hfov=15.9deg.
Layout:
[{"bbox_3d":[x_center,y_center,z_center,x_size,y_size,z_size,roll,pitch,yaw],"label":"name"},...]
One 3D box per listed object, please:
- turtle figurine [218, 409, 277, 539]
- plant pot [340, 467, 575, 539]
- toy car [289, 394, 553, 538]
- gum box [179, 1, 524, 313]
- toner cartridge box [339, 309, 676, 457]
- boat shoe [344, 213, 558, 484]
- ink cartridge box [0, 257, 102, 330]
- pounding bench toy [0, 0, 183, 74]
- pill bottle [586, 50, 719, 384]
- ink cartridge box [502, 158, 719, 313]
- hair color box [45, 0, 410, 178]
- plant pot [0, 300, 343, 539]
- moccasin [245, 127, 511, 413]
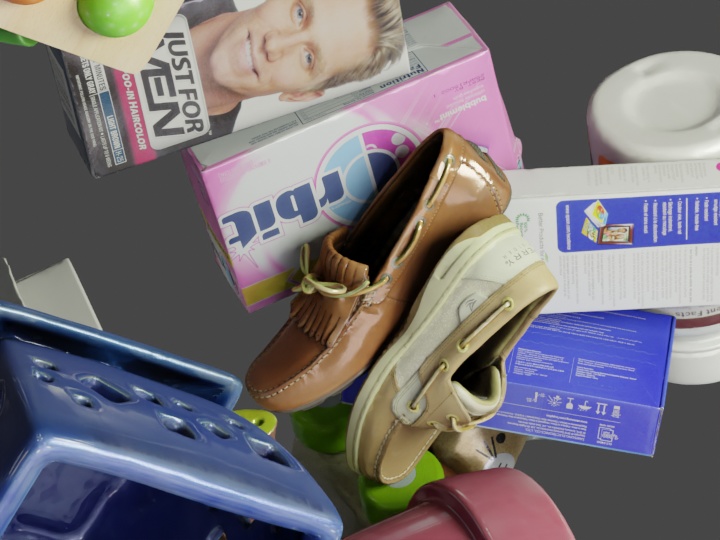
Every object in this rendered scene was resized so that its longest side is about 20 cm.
[{"bbox_3d":[-0.069,0.173,1.554,0.064,0.200,0.161,14,138,18],"label":"turtle figurine"},{"bbox_3d":[0.025,0.226,1.494,0.179,0.200,0.200,-10,127,-19],"label":"plant pot"},{"bbox_3d":[0.070,0.121,1.695,0.200,0.158,0.164,-30,142,-18],"label":"toy car"},{"bbox_3d":[-0.002,-0.071,1.563,0.200,0.066,0.114,-24,130,-8],"label":"gum box"},{"bbox_3d":[0.094,0.056,1.624,0.200,0.095,0.043,10,128,6],"label":"toner cartridge box"},{"bbox_3d":[0.053,0.061,1.522,0.074,0.066,0.200,-22,146,-46],"label":"boat shoe"},{"bbox_3d":[-0.196,0.103,1.559,0.125,0.129,0.200,-24,129,-7],"label":"ink cartridge box"},{"bbox_3d":[-0.172,-0.169,1.352,0.124,0.156,0.200,17,115,-34],"label":"pounding bench toy"},{"bbox_3d":[0.211,-0.030,1.661,0.114,0.114,0.200,-20,130,-11],"label":"pill bottle"},{"bbox_3d":[0.182,-0.021,1.573,0.200,0.037,0.095,-2,130,5],"label":"ink cartridge box"},{"bbox_3d":[-0.078,-0.136,1.484,0.200,0.061,0.100,-20,130,-11],"label":"hair color box"},{"bbox_3d":[-0.156,0.137,1.401,0.200,0.180,0.200,20,113,-32],"label":"plant pot"},{"bbox_3d":[0.000,0.001,1.521,0.078,0.074,0.201,35,108,-33],"label":"moccasin"}]
